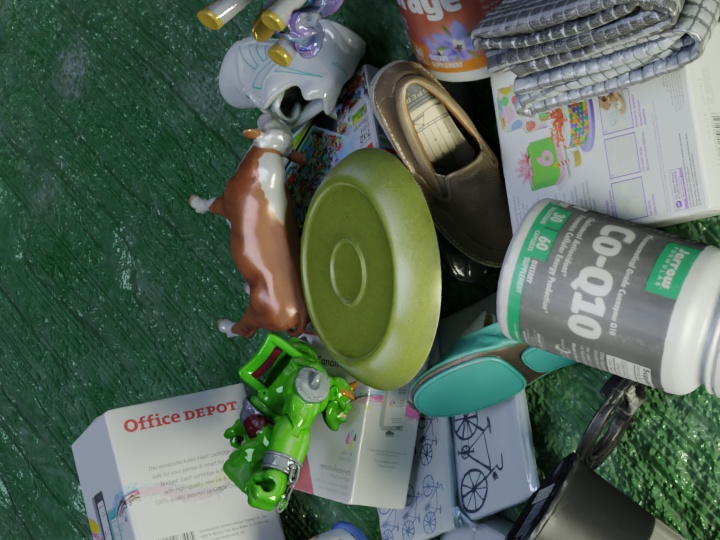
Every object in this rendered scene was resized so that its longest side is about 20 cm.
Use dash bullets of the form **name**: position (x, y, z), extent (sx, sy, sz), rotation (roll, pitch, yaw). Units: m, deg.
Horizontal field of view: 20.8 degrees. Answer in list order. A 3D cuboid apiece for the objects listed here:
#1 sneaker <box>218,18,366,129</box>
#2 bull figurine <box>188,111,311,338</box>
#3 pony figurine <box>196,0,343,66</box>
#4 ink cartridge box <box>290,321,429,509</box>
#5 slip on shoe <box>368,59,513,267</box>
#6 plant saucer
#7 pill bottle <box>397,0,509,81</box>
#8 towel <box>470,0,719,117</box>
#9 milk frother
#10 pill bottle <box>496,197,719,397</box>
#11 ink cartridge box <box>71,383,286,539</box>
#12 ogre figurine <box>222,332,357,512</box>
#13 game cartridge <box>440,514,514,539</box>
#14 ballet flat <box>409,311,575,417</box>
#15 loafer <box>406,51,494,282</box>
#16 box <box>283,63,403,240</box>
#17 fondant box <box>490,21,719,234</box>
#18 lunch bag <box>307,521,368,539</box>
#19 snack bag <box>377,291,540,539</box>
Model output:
- **sneaker**: position (-0.076, -0.169, 1.781), extent (0.200, 0.070, 0.081), rotation (-11, 54, 55)
- **bull figurine**: position (-0.091, -0.036, 1.741), extent (0.121, 0.065, 0.202), rotation (-20, 77, 53)
- **pony figurine**: position (-0.022, -0.269, 1.669), extent (0.192, 0.167, 0.201), rotation (11, 58, 53)
- **ink cartridge box**: position (-0.004, 0.099, 1.720), extent (0.116, 0.067, 0.202), rotation (6, 86, 52)
- **slip on shoe**: position (0.080, -0.082, 1.589), extent (0.201, 0.076, 0.061), rotation (58, 170, -18)
- **plant saucer**: position (0.000, 0.000, 1.620), extent (0.199, 0.031, 0.202), rotation (13, 105, 58)
- **pill bottle**: position (0.070, -0.260, 1.556), extent (0.112, 0.112, 0.201), rotation (16, 138, 44)
- **towel**: position (0.186, -0.221, 1.467), extent (0.199, 0.085, 0.167), rotation (-13, 46, 46)
- **milk frother**: position (0.224, 0.201, 1.491), extent (0.187, 0.181, 0.201), rotation (35, 90, 0)
- **pill bottle**: position (0.211, 0.025, 1.461), extent (0.198, 0.113, 0.114), rotation (17, 107, 22)
- **ink cartridge box**: position (-0.170, 0.230, 1.863), extent (0.146, 0.145, 0.202), rotation (-40, 63, 63)
- **ogre figurine**: position (-0.067, 0.123, 1.652), extent (0.098, 0.200, 0.121), rotation (29, 97, 8)
- **game cartridge**: position (0.132, 0.291, 1.656), extent (0.199, 0.041, 0.134), rotation (34, 113, 39)
- **ballet flat**: position (0.128, 0.059, 1.603), extent (0.199, 0.067, 0.071), rotation (-25, 41, 29)
- **loafer**: position (0.074, -0.087, 1.671), extent (0.072, 0.072, 0.202), rotation (155, 107, -68)
- **box**: position (-0.033, -0.084, 1.773), extent (0.200, 0.034, 0.111), rotation (-42, 46, 40)
- **fondant box**: position (0.199, -0.102, 1.534), extent (0.199, 0.058, 0.146), rotation (-12, 85, 45)
- **lunch bag**: position (-0.012, 0.337, 1.759), extent (0.160, 0.075, 0.201), rotation (44, 140, 27)
- **snack bag**: position (0.074, 0.132, 1.687), extent (0.199, 0.021, 0.191), rotation (-27, 62, 44)
